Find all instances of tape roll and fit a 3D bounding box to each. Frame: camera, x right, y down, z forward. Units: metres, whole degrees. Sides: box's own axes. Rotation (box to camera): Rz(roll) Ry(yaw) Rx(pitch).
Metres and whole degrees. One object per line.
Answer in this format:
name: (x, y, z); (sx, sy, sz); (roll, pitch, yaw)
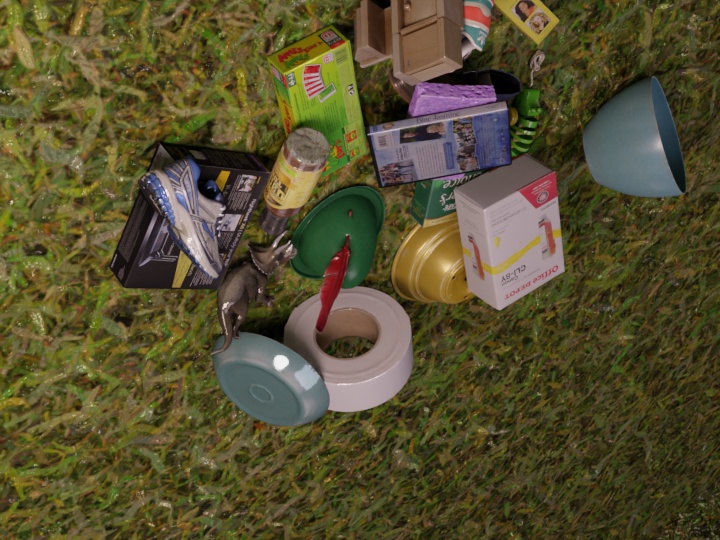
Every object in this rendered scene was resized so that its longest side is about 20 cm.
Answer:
tape roll: (-0.019, 0.119, 1.878); (0.202, 0.202, 0.071); (-28, 140, -18)

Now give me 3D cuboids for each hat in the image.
hat: (0.000, 0.000, 1.797); (0.200, 0.176, 0.166); (-44, 142, 1)

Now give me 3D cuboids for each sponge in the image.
sponge: (0.115, -0.196, 1.732); (0.111, 0.030, 0.200); (-1, 150, -11)

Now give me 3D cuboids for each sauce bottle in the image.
sauce bottle: (-0.096, -0.115, 1.657); (0.065, 0.065, 0.200); (-18, 156, -28)

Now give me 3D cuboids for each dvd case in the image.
dvd case: (0.114, -0.176, 1.718); (0.199, 0.018, 0.143); (-10, 151, 4)

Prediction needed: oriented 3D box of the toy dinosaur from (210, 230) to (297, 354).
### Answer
toy dinosaur: (-0.174, 0.032, 1.743); (0.200, 0.077, 0.102); (-48, 147, -29)

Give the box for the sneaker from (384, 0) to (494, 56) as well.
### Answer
sneaker: (0.086, -0.300, 1.587); (0.199, 0.094, 0.070); (-13, 154, 40)

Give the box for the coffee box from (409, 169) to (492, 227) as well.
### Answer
coffee box: (0.152, -0.167, 1.882); (0.123, 0.044, 0.200); (-14, 134, -31)

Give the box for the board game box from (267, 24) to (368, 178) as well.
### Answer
board game box: (-0.055, -0.222, 1.645); (0.101, 0.048, 0.200); (-30, 140, -16)

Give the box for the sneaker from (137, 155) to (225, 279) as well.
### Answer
sneaker: (-0.204, -0.067, 1.555); (0.085, 0.077, 0.200); (-38, 142, -13)

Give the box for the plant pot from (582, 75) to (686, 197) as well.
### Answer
plant pot: (0.447, -0.206, 2.013); (0.134, 0.201, 0.200); (-15, 149, 23)

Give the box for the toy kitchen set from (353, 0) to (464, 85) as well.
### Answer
toy kitchen set: (0.009, -0.346, 1.506); (0.163, 0.201, 0.180); (-15, 159, 37)

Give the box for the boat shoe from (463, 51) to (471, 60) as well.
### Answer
boat shoe: (0.117, -0.349, 1.661); (0.072, 0.065, 0.200); (-39, 143, -8)

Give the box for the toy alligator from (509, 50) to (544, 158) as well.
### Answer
toy alligator: (0.258, -0.242, 1.896); (0.059, 0.054, 0.200); (-7, 130, -38)

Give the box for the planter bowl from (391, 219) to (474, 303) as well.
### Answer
planter bowl: (0.156, -0.007, 2.006); (0.200, 0.083, 0.201); (-24, 139, -23)

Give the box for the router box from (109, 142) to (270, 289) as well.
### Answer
router box: (-0.230, -0.068, 1.633); (0.157, 0.052, 0.200); (3, 123, -44)

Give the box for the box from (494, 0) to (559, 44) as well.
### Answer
box: (0.198, -0.391, 1.688); (0.050, 0.075, 0.200); (-49, 143, 12)

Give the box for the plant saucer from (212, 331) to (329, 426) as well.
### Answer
plant saucer: (-0.144, 0.175, 1.832); (0.200, 0.199, 0.036); (84, 29, -46)

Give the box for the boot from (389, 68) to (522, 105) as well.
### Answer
boot: (0.137, -0.267, 1.718); (0.200, 0.075, 0.097); (11, 150, -41)

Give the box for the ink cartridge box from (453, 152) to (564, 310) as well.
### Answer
ink cartridge box: (0.238, -0.060, 1.912); (0.145, 0.083, 0.200); (-29, 129, -21)
